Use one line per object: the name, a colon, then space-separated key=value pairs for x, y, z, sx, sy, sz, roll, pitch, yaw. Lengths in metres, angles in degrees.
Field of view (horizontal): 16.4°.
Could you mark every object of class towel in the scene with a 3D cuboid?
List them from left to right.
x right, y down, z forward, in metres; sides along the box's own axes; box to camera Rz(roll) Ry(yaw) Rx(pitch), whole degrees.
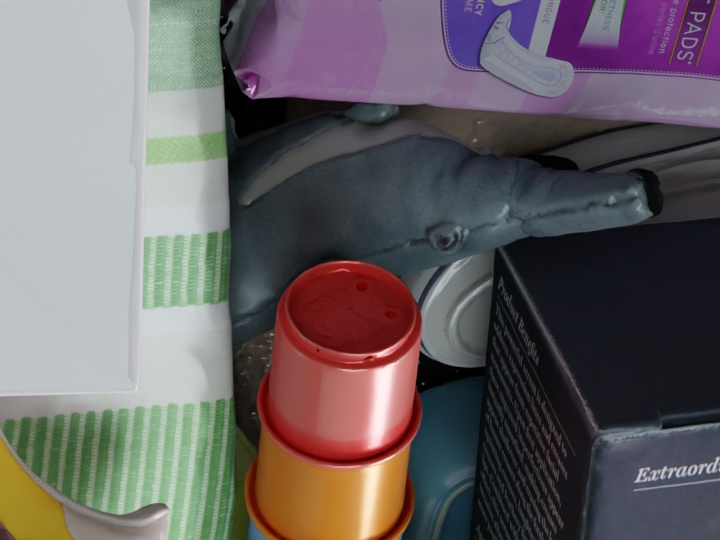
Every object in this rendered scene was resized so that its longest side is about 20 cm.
towel: x=-0.112 y=0.018 z=0.719 sx=0.152 sy=0.023 sz=0.200 roll=-5 pitch=106 yaw=-10

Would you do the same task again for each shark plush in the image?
shark plush: x=0.000 y=0.000 z=0.756 sx=0.200 sy=0.083 sz=0.091 roll=1 pitch=138 yaw=22

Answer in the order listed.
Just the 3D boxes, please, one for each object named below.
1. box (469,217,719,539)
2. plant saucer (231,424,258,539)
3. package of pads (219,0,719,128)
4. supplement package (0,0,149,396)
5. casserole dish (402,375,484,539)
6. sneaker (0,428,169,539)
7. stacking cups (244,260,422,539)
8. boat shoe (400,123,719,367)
box: x=0.118 y=0.092 z=0.783 sx=0.148 sy=0.107 sz=0.200 roll=-5 pitch=124 yaw=-13
plant saucer: x=-0.127 y=0.096 z=0.870 sx=0.200 sy=0.031 sz=0.200 roll=-6 pitch=127 yaw=-8
package of pads: x=0.064 y=-0.106 z=0.732 sx=0.200 sy=0.076 sz=0.121 roll=3 pitch=125 yaw=-15
supplement package: x=-0.158 y=-0.055 z=0.615 sx=0.200 sy=0.111 sz=0.156 roll=-1 pitch=105 yaw=-13
casserole dish: x=0.093 y=0.093 z=0.912 sx=0.200 sy=0.039 sz=0.121 roll=-1 pitch=127 yaw=-13
sneaker: x=-0.150 y=0.055 z=0.679 sx=0.200 sy=0.090 sz=0.075 roll=32 pitch=155 yaw=-7
stacking cups: x=-0.014 y=0.082 z=0.741 sx=0.060 sy=0.061 sz=0.200 roll=-6 pitch=137 yaw=-8
boat shoe: x=0.112 y=-0.005 z=0.825 sx=0.200 sy=0.066 sz=0.072 roll=-15 pitch=128 yaw=-1
